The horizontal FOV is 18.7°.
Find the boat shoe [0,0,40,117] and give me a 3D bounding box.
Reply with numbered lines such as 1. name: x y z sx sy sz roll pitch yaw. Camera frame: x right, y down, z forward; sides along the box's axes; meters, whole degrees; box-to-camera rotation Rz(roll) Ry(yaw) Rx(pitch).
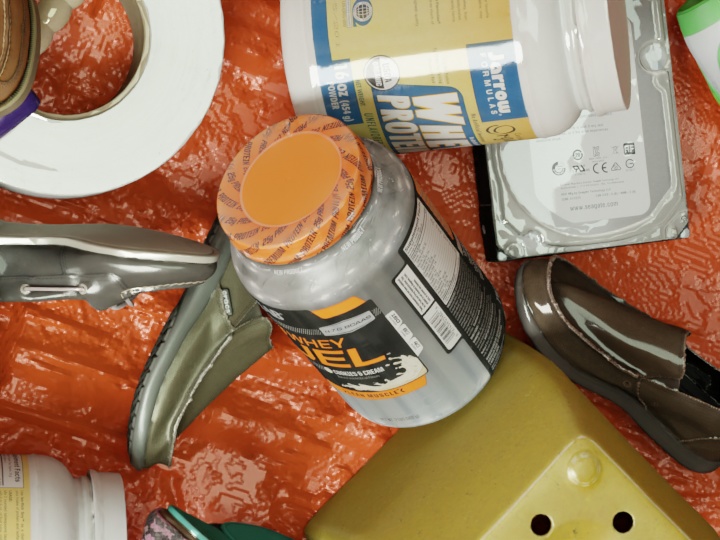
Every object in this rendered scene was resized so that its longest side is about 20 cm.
1. boat shoe: -0.236 -0.184 1.266 0.072 0.068 0.201 -18 64 8

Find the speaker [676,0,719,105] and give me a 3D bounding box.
1. speaker: 0.297 -0.112 1.467 0.088 0.088 0.200 -37 98 -9

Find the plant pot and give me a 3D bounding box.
1. plant pot: 0.112 0.172 1.370 0.194 0.200 0.196 46 81 -9

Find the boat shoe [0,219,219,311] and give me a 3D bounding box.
1. boat shoe: -0.186 0.002 1.361 0.199 0.067 0.057 5 103 8

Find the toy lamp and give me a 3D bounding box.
1. toy lamp: -0.181 -0.158 1.309 0.058 0.058 0.200 40 81 -9

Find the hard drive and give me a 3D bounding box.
1. hard drive: 0.141 -0.112 1.458 0.139 0.038 0.201 -6 91 -12

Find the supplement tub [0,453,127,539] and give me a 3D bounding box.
1. supplement tub: -0.246 0.183 1.321 0.199 0.145 0.146 2 90 -12

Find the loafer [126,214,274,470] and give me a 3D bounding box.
1. loafer: -0.089 0.041 1.390 0.069 0.075 0.200 26 85 -7

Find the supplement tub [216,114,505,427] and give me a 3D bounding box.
1. supplement tub: 0.000 0.000 1.341 0.123 0.122 0.200 -47 136 -8

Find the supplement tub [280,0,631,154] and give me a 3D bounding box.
1. supplement tub: 0.061 -0.149 1.355 0.199 0.145 0.145 -6 92 13

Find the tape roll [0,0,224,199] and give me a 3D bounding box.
1. tape roll: -0.188 -0.145 1.370 0.202 0.071 0.203 0 91 -12

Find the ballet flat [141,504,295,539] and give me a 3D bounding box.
1. ballet flat: -0.089 0.191 1.352 0.069 0.200 0.071 42 96 26

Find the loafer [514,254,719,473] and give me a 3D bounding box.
1. loafer: 0.187 0.050 1.441 0.200 0.071 0.073 37 38 -18
